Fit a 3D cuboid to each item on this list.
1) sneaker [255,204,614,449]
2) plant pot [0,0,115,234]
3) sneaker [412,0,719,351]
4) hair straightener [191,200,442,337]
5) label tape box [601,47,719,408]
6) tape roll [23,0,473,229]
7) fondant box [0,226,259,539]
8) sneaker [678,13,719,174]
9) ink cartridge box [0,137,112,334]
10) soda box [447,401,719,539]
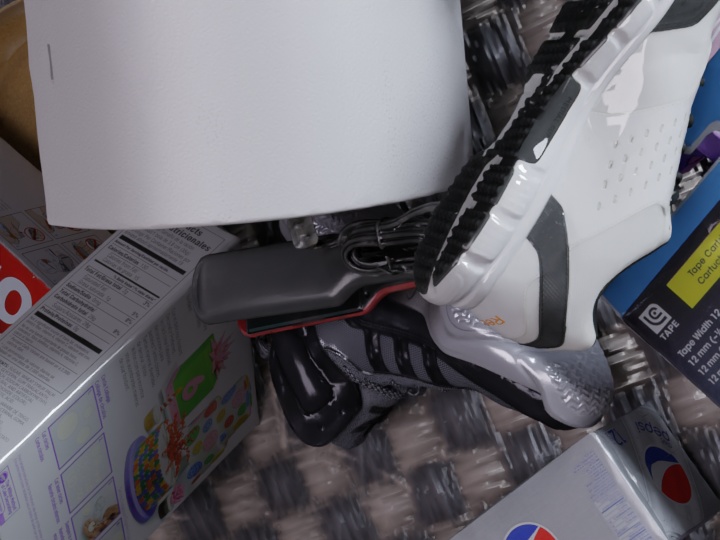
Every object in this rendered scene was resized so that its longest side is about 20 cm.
[{"bbox_3d":[0.029,0.047,0.909,0.199,0.075,0.115,33,116,29],"label":"sneaker"},{"bbox_3d":[-0.154,-0.054,1.030,0.198,0.027,0.202,7,104,32],"label":"plant pot"},{"bbox_3d":[0.103,-0.058,0.751,0.080,0.074,0.201,33,92,-16],"label":"sneaker"},{"bbox_3d":[0.000,0.000,0.829,0.198,0.077,0.041,-5,76,36],"label":"hair straightener"},{"bbox_3d":[0.204,0.004,0.781,0.200,0.066,0.144,44,120,12],"label":"label tape box"},{"bbox_3d":[-0.051,-0.103,0.851,0.201,0.202,0.141,1,100,32],"label":"tape roll"},{"bbox_3d":[-0.136,0.080,0.918,0.058,0.200,0.145,28,144,26],"label":"fondant box"},{"bbox_3d":[0.132,-0.067,0.819,0.088,0.080,0.201,32,115,14],"label":"sneaker"},{"bbox_3d":[-0.241,0.015,1.033,0.200,0.084,0.177,39,118,19],"label":"ink cartridge box"},{"bbox_3d":[0.076,0.147,0.900,0.200,0.068,0.064,-42,76,31],"label":"soda box"}]
